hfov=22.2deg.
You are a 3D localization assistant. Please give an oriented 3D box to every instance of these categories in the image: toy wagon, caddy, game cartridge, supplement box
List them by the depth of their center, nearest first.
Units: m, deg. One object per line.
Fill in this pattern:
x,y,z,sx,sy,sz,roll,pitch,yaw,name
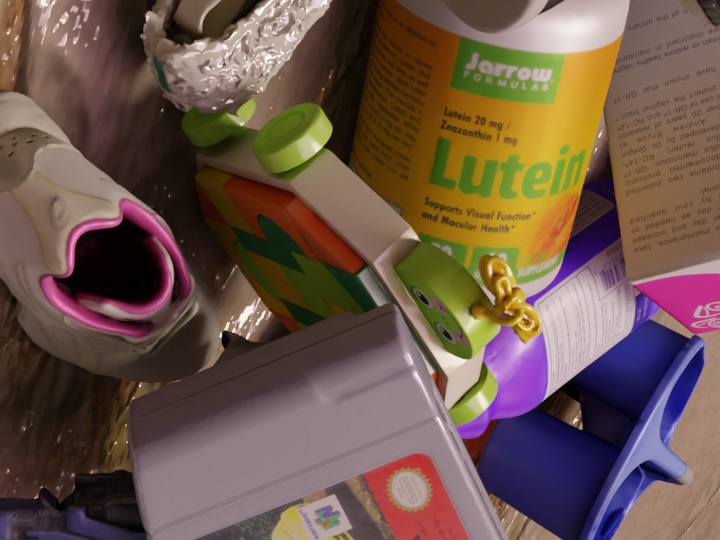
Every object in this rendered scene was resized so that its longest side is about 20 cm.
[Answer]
-0.010,0.116,0.746,0.132,0.041,0.201,-21,122,9,game cartridge
0.000,0.000,0.763,0.040,0.200,0.155,-42,118,-15,toy wagon
0.183,-0.083,0.915,0.103,0.201,0.101,-16,155,24,supplement box
0.146,0.096,1.068,0.142,0.105,0.200,-61,165,-4,caddy

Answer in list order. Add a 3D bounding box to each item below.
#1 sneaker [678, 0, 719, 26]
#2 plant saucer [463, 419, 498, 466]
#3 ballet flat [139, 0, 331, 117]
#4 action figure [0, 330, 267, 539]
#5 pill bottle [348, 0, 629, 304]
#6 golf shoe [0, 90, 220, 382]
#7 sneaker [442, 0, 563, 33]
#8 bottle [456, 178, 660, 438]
0.149,-0.174,0.836,0.074,0.201,0.087,0,141,-5,sneaker
0.020,0.060,0.989,0.200,0.037,0.201,-30,138,-31,plant saucer
-0.019,-0.149,0.728,0.200,0.072,0.072,-56,146,-2,ballet flat
-0.071,0.114,0.817,0.199,0.105,0.194,7,118,-11,action figure
0.059,-0.095,0.838,0.111,0.111,0.201,-20,132,-41,pill bottle
-0.101,0.008,0.750,0.075,0.091,0.200,-52,148,-6,golf shoe
0.040,-0.184,0.691,0.099,0.201,0.071,-19,167,-43,sneaker
0.077,0.031,0.943,0.200,0.065,0.084,-35,136,-27,bottle
